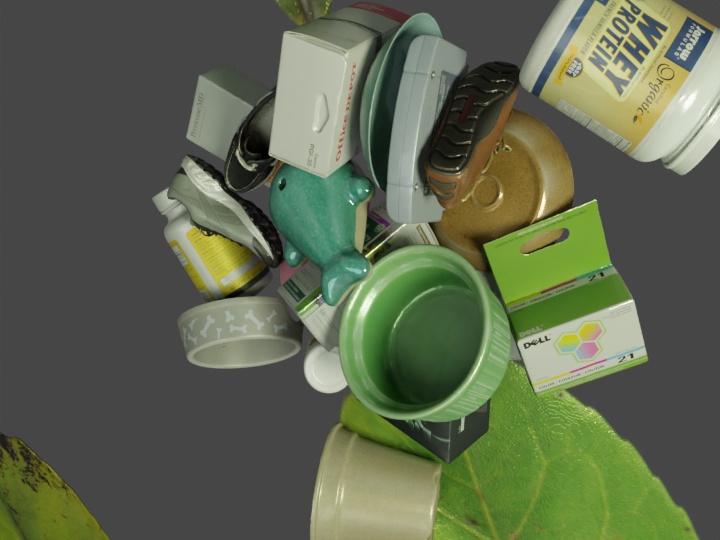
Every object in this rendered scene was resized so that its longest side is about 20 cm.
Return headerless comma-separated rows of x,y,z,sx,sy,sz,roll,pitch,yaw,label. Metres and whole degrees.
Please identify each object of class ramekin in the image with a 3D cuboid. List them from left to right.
0.080,0.080,0.866,0.197,0.097,0.204,-13,65,31,ramekin

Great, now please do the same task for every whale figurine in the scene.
-0.049,-0.059,0.881,0.103,0.202,0.159,22,130,-41,whale figurine

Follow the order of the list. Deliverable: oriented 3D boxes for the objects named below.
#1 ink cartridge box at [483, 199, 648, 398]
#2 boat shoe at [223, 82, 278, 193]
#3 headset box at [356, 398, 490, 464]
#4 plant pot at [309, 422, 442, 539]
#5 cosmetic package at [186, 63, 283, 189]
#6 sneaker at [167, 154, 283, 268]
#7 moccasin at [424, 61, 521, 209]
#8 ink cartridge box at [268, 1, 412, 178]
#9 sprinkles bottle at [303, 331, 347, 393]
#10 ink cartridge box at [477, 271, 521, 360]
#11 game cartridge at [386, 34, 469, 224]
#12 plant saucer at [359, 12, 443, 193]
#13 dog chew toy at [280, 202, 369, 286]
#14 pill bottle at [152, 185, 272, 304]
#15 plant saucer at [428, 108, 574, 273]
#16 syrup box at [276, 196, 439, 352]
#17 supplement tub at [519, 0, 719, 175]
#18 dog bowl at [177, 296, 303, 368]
0.244,0.039,0.880,0.146,0.076,0.202,-21,125,10,ink cartridge box
-0.128,-0.164,0.943,0.074,0.061,0.200,44,128,-7,boat shoe
0.089,0.138,1.016,0.199,0.092,0.177,27,132,40,headset box
0.033,0.358,1.165,0.180,0.201,0.204,8,120,10,plant pot
-0.134,-0.188,1.017,0.198,0.071,0.102,31,126,10,cosmetic package
-0.187,-0.071,1.031,0.200,0.074,0.080,43,99,7,sneaker
0.132,-0.156,0.829,0.072,0.204,0.078,11,149,19,moccasin
-0.019,-0.218,0.861,0.082,0.200,0.149,22,124,15,ink cartridge box
-0.043,0.109,1.048,0.067,0.200,0.070,0,100,-1,sprinkles bottle
0.171,0.019,0.985,0.107,0.050,0.203,1,115,27,ink cartridge box
0.076,-0.156,0.838,0.040,0.133,0.204,12,100,21,game cartridge
0.042,-0.191,0.846,0.038,0.201,0.204,17,122,24,plant saucer
-0.041,-0.037,1.026,0.123,0.124,0.203,24,116,14,dog chew toy
-0.227,-0.044,1.117,0.110,0.111,0.202,-22,105,34,pill bottle
0.157,-0.097,0.897,0.197,0.035,0.205,3,97,28,plant saucer
0.000,0.000,0.948,0.082,0.199,0.079,54,172,-35,syrup box
0.279,-0.203,0.750,0.198,0.145,0.146,34,126,7,supplement tub
-0.177,0.099,1.117,0.198,0.199,0.060,-23,66,34,dog bowl
